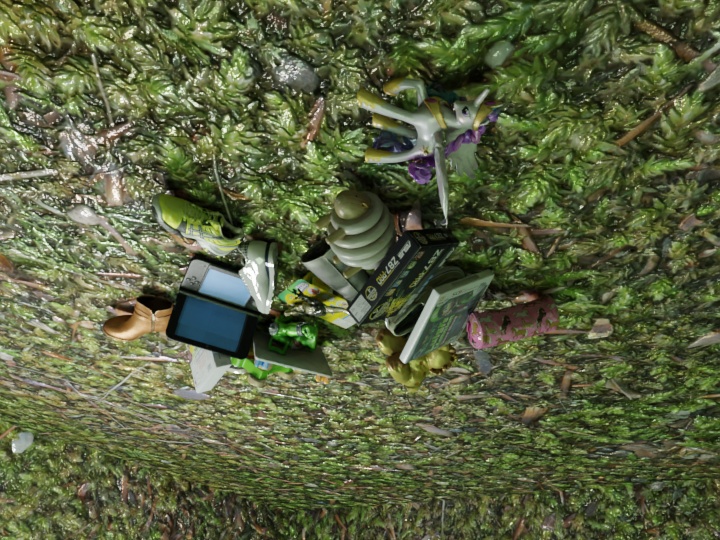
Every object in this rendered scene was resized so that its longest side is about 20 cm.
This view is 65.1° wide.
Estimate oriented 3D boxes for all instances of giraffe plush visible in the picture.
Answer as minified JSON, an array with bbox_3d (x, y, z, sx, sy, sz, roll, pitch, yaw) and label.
[{"bbox_3d":[0.151,0.206,1.386,0.160,0.203,0.172,-28,172,8],"label":"giraffe plush"}]

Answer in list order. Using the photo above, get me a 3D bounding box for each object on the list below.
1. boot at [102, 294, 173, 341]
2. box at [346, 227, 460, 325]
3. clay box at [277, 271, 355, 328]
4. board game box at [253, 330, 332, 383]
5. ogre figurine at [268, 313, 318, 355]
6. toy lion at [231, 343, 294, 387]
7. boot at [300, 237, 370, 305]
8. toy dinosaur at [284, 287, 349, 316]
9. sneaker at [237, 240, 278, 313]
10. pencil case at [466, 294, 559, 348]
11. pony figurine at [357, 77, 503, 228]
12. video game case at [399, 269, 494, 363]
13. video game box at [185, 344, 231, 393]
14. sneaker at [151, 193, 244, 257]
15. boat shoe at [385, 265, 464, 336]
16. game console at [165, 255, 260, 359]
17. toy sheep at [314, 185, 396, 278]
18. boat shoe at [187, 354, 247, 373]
[{"bbox_3d":[-0.556,0.113,1.421,0.196,0.075,0.156,-1,149,-13],"label":"boot"},{"bbox_3d":[0.080,0.010,1.055,0.160,0.049,0.201,-10,142,-56],"label":"box"},{"bbox_3d":[-0.078,0.063,1.290,0.198,0.048,0.114,28,142,-27],"label":"clay box"},{"bbox_3d":[-0.181,0.219,1.441,0.197,0.026,0.200,17,-171,-16],"label":"board game box"},{"bbox_3d":[-0.165,0.162,1.399,0.117,0.100,0.200,8,-178,-3],"label":"ogre figurine"},{"bbox_3d":[-0.281,0.218,1.482,0.190,0.070,0.199,32,-166,26],"label":"toy lion"},{"bbox_3d":[0.001,0.001,1.169,0.180,0.073,0.201,-29,118,12],"label":"boot"},{"bbox_3d":[-0.094,0.080,1.216,0.197,0.048,0.088,6,159,32],"label":"toy dinosaur"},{"bbox_3d":[-0.219,0.013,1.212,0.079,0.077,0.202,4,133,-4],"label":"sneaker"},{"bbox_3d":[0.329,0.110,1.217,0.196,0.088,0.083,-11,152,-8],"label":"pencil case"},{"bbox_3d":[0.104,-0.187,0.821,0.196,0.168,0.195,12,142,18],"label":"pony figurine"},{"bbox_3d":[0.181,0.096,1.180,0.180,0.023,0.202,-16,140,-39],"label":"video game case"},{"bbox_3d":[-0.386,0.185,1.402,0.046,0.185,0.200,-9,158,-34],"label":"video game box"},{"bbox_3d":[-0.306,-0.098,1.076,0.076,0.077,0.199,-24,147,26],"label":"sneaker"},{"bbox_3d":[0.141,0.070,1.179,0.199,0.062,0.072,-39,115,6],"label":"boat shoe"},{"bbox_3d":[-0.315,0.087,1.275,0.197,0.120,0.171,19,133,-21],"label":"game console"},{"bbox_3d":[0.002,-0.064,1.014,0.135,0.140,0.201,-6,140,17],"label":"toy sheep"},{"bbox_3d":[-0.399,0.236,1.587,0.196,0.074,0.062,11,109,22],"label":"boat shoe"}]
